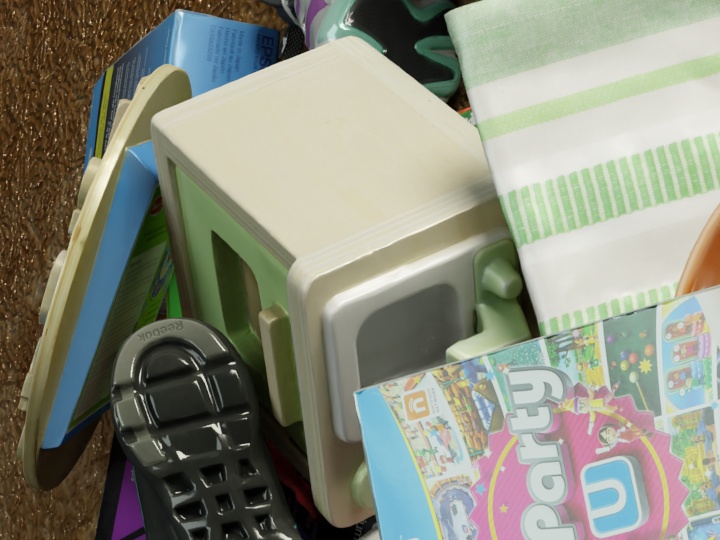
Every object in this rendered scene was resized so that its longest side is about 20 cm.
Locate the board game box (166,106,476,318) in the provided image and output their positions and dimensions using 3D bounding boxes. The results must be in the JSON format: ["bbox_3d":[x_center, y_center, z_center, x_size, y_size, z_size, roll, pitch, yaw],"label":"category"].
[{"bbox_3d":[0.000,0.000,1.277,0.200,0.048,0.102,-19,61,30],"label":"board game box"}]

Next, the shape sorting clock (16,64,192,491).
[{"bbox_3d":[-0.115,0.003,1.224,0.200,0.039,0.201,22,-90,-85],"label":"shape sorting clock"}]

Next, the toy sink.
[{"bbox_3d":[0.007,0.015,1.112,0.200,0.112,0.131,43,148,45],"label":"toy sink"}]

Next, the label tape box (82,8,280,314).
[{"bbox_3d":[-0.109,-0.052,1.530,0.200,0.066,0.144,154,123,-71],"label":"label tape box"}]

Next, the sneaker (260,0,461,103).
[{"bbox_3d":[-0.010,-0.127,1.395,0.140,0.078,0.201,-34,45,54],"label":"sneaker"}]

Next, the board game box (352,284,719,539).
[{"bbox_3d":[0.108,0.090,0.930,0.199,0.064,0.148,-18,75,27],"label":"board game box"}]

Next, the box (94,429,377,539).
[{"bbox_3d":[-0.033,0.147,1.249,0.199,0.036,0.144,17,104,23],"label":"box"}]

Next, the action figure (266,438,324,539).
[{"bbox_3d":[-0.049,0.116,1.205,0.065,0.052,0.200,-31,89,23],"label":"action figure"}]

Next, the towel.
[{"bbox_3d":[0.131,-0.024,1.009,0.023,0.152,0.201,49,-156,-80],"label":"towel"}]

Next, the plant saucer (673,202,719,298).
[{"bbox_3d":[0.202,0.036,0.937,0.200,0.032,0.201,-3,84,29],"label":"plant saucer"}]

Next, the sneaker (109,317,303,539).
[{"bbox_3d":[-0.051,0.119,1.113,0.079,0.075,0.201,81,177,-71],"label":"sneaker"}]

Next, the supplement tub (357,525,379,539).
[{"bbox_3d":[0.068,0.193,1.076,0.200,0.140,0.141,49,122,54],"label":"supplement tub"}]
